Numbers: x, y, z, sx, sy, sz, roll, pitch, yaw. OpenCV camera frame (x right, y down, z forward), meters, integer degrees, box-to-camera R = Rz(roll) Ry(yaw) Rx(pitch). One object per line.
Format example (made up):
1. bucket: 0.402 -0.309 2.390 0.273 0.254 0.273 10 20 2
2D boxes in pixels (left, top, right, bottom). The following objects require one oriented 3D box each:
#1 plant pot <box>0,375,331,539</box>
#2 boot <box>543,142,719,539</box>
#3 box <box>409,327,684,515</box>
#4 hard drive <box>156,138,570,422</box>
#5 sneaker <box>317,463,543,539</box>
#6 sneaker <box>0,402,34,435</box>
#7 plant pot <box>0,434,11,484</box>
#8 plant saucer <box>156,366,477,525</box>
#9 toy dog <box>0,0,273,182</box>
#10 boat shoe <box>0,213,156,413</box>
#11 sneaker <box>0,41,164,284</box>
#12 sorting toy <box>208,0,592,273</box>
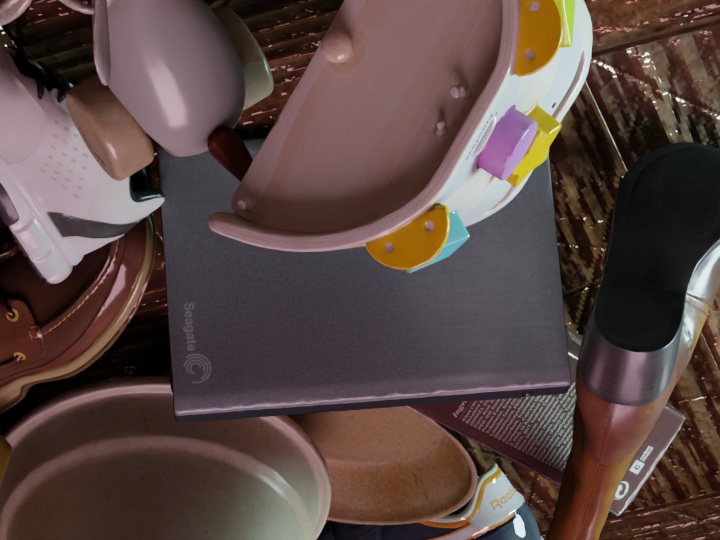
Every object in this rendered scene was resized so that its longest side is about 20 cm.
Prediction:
1. plant pot: -0.114 0.193 1.539 0.200 0.184 0.201 -1 137 -1
2. boot: 0.147 0.054 1.449 0.068 0.189 0.200 13 134 5
3. box: 0.075 0.053 1.525 0.200 0.100 0.075 27 99 -43
4. hard drive: 0.000 0.000 1.407 0.199 0.140 0.033 -4 166 -2
5. sneaker: 0.022 0.160 1.729 0.199 0.078 0.080 -11 106 34
6. sneaker: -0.195 0.126 1.642 0.087 0.075 0.200 -28 141 24
7. plant pot: -0.301 0.139 1.485 0.176 0.200 0.200 24 140 -14
8. plant saucer: -0.027 0.087 1.601 0.199 0.036 0.200 11 152 6
9. toy dog: -0.088 -0.107 1.246 0.132 0.096 0.200 -47 145 0
10. boat shoe: -0.183 0.021 1.475 0.067 0.072 0.200 19 143 -36
11. sneaker: -0.159 -0.076 1.340 0.080 0.074 0.200 -27 145 1
12. sorting toy: 0.050 -0.076 1.285 0.200 0.107 0.180 -60 159 10
